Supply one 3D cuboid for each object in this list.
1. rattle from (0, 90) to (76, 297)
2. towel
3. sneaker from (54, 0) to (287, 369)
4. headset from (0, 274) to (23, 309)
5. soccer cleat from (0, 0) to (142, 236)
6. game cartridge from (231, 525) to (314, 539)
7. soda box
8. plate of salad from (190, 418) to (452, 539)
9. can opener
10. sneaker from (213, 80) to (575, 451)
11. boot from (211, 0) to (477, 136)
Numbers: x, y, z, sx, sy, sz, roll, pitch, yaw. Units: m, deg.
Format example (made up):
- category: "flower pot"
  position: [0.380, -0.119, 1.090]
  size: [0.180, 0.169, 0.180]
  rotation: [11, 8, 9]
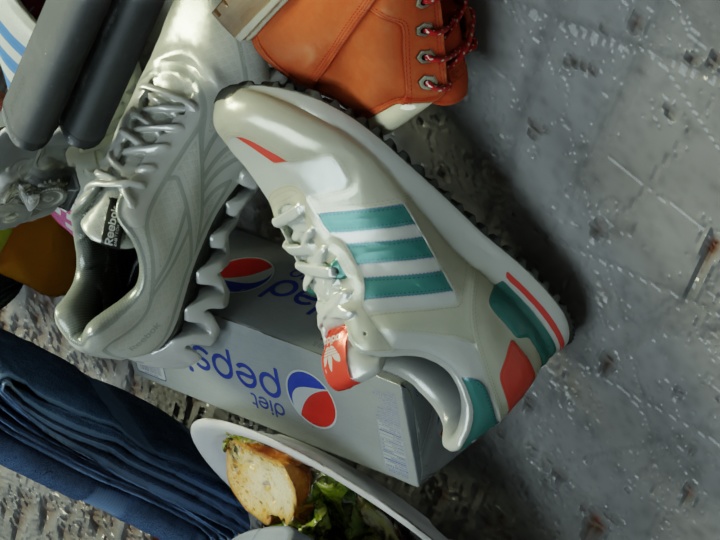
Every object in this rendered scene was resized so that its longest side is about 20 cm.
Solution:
- category: "rattle"
  position: [-0.258, -0.031, 1.499]
  size: [0.199, 0.143, 0.131]
  rotation: [-14, 86, 17]
- category: "towel"
  position: [-0.152, 0.082, 1.498]
  size: [0.200, 0.049, 0.112]
  rotation: [30, -170, -39]
- category: "sneaker"
  position: [-0.092, -0.047, 1.347]
  size: [0.075, 0.081, 0.201]
  rotation: [23, 104, 39]
- category: "headset"
  position: [-0.231, -0.022, 1.597]
  size: [0.123, 0.094, 0.201]
  rotation: [35, 125, 22]
- category: "soccer cleat"
  position: [-0.140, -0.091, 1.414]
  size: [0.086, 0.070, 0.201]
  rotation: [5, 122, 60]
- category: "game cartridge"
  position: [-0.018, 0.183, 1.421]
  size: [0.133, 0.041, 0.200]
  rotation: [27, 160, -5]
- category: "soda box"
  position: [-0.028, 0.038, 1.403]
  size: [0.199, 0.068, 0.064]
  rotation: [19, 132, 38]
- category: "plate of salad"
  position: [-0.009, 0.142, 1.436]
  size: [0.199, 0.048, 0.200]
  rotation: [30, 163, 10]
- category: "can opener"
  position: [-0.147, -0.091, 1.329]
  size: [0.200, 0.053, 0.067]
  rotation: [-59, 43, 47]
- category: "sneaker"
  position: [0.000, 0.000, 1.277]
  size: [0.200, 0.094, 0.070]
  rotation: [40, 164, -11]
- category: "boot"
  position: [0.024, -0.127, 1.218]
  size: [0.107, 0.075, 0.200]
  rotation: [45, 147, -6]
